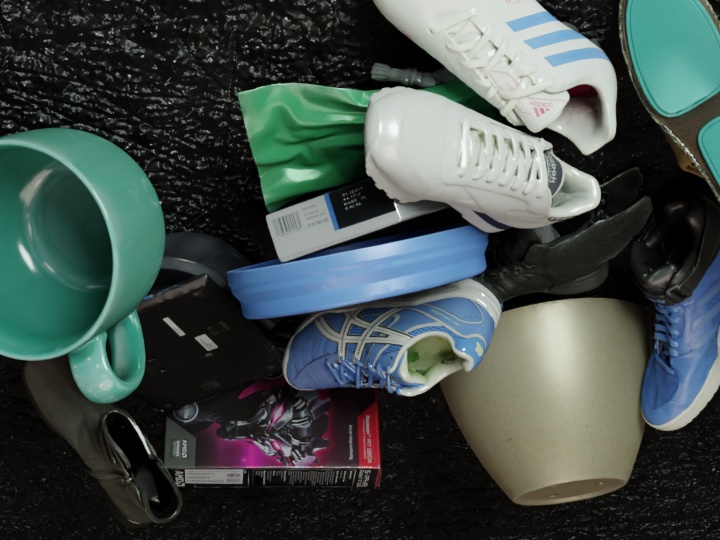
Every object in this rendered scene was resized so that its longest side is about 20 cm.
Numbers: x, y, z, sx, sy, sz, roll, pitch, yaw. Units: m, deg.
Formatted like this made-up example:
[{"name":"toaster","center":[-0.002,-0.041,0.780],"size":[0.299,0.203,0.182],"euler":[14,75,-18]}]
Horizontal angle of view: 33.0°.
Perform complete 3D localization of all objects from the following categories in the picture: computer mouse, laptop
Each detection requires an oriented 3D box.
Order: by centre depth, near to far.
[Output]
[{"name":"laptop","center":[-0.188,0.039,1.020],"size":[0.199,0.104,0.177],"euler":[-21,149,10]},{"name":"computer mouse","center":[-0.125,0.016,1.024],"size":[0.138,0.053,0.200],"euler":[-3,153,22]}]

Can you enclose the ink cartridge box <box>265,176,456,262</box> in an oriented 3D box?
[{"name":"ink cartridge box","center":[0.021,-0.048,0.893],"size":[0.099,0.039,0.200],"euler":[-19,178,25]}]

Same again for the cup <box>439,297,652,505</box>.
[{"name":"cup","center":[0.172,0.127,1.079],"size":[0.199,0.144,0.200],"euler":[-7,158,-3]}]

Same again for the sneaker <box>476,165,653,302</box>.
[{"name":"sneaker","center":[0.134,-0.019,0.983],"size":[0.199,0.060,0.104],"euler":[-12,146,5]}]

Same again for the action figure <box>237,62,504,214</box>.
[{"name":"action figure","center":[0.022,-0.106,0.852],"size":[0.199,0.055,0.118],"euler":[-11,144,0]}]

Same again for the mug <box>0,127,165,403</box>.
[{"name":"mug","center":[-0.219,-0.010,0.875],"size":[0.151,0.114,0.186],"euler":[9,106,12]}]

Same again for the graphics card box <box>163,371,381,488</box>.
[{"name":"graphics card box","center":[-0.081,0.136,1.131],"size":[0.199,0.126,0.051],"euler":[1,148,-4]}]

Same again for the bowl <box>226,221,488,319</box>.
[{"name":"bowl","center":[0.000,0.000,0.914],"size":[0.200,0.040,0.201],"euler":[-11,-178,0]}]

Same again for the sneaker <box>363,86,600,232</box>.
[{"name":"sneaker","center":[0.079,-0.073,0.790],"size":[0.080,0.077,0.200],"euler":[5,175,40]}]

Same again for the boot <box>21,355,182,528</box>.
[{"name":"boot","center":[-0.223,0.136,1.072],"size":[0.068,0.200,0.131],"euler":[-34,176,-25]}]

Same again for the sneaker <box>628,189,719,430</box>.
[{"name":"sneaker","center":[0.250,0.031,0.981],"size":[0.111,0.077,0.201],"euler":[15,108,-28]}]

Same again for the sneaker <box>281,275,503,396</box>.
[{"name":"sneaker","center":[0.017,0.062,0.984],"size":[0.199,0.077,0.076],"euler":[-20,123,28]}]

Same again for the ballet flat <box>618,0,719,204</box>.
[{"name":"ballet flat","center":[0.232,-0.108,0.813],"size":[0.068,0.075,0.200],"euler":[-30,93,18]}]

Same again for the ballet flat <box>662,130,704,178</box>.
[{"name":"ballet flat","center":[0.299,-0.067,0.915],"size":[0.199,0.063,0.069],"euler":[21,139,-30]}]

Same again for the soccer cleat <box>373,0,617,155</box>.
[{"name":"soccer cleat","center":[0.093,-0.140,0.779],"size":[0.199,0.087,0.070],"euler":[21,139,-29]}]
